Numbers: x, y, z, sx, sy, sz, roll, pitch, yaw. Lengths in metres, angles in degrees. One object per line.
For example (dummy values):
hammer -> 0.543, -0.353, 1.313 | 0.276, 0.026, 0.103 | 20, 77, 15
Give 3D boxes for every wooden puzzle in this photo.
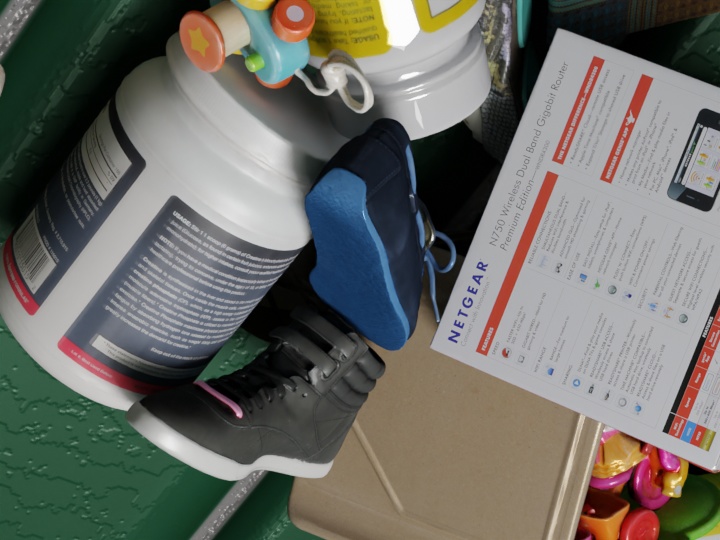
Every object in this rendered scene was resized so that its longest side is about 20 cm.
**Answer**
wooden puzzle -> 0.058, 0.092, 1.208 | 0.184, 0.037, 0.202 | 19, 108, 16

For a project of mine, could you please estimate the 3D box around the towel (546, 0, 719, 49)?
towel -> 0.176, -0.229, 1.135 | 0.145, 0.022, 0.201 | -14, 131, -17

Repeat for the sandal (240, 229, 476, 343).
sandal -> 0.000, 0.000, 1.245 | 0.198, 0.055, 0.082 | -6, 114, -15

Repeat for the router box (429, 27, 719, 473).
router box -> 0.159, -0.013, 1.118 | 0.202, 0.178, 0.049 | -67, 163, 2

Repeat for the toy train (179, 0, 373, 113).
toy train -> -0.064, -0.165, 0.986 | 0.055, 0.150, 0.201 | -29, 119, -21

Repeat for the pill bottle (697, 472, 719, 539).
pill bottle -> 0.301, 0.201, 1.463 | 0.198, 0.112, 0.113 | -9, 129, -11

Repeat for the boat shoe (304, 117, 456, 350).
boat shoe -> 0.018, -0.015, 1.097 | 0.069, 0.084, 0.200 | -55, 170, -19

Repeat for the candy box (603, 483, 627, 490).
candy box -> 0.106, 0.148, 1.391 | 0.199, 0.061, 0.137 | 28, 113, -33

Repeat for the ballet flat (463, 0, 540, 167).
ballet flat -> 0.076, -0.131, 1.170 | 0.071, 0.072, 0.202 | -15, 130, -6

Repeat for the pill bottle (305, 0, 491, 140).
pill bottle -> 0.004, -0.177, 1.051 | 0.113, 0.115, 0.201 | -18, 121, -3

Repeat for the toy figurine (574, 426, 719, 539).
toy figurine -> 0.151, 0.111, 1.278 | 0.199, 0.150, 0.186 | -29, 120, -31

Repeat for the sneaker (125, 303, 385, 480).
sneaker -> -0.056, 0.063, 1.130 | 0.100, 0.071, 0.200 | -60, 152, 10

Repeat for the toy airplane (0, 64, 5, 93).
toy airplane -> -0.310, -0.123, 1.012 | 0.198, 0.142, 0.199 | -10, 154, 42

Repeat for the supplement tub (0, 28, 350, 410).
supplement tub -> -0.107, -0.031, 1.128 | 0.140, 0.141, 0.200 | 26, 116, -33
